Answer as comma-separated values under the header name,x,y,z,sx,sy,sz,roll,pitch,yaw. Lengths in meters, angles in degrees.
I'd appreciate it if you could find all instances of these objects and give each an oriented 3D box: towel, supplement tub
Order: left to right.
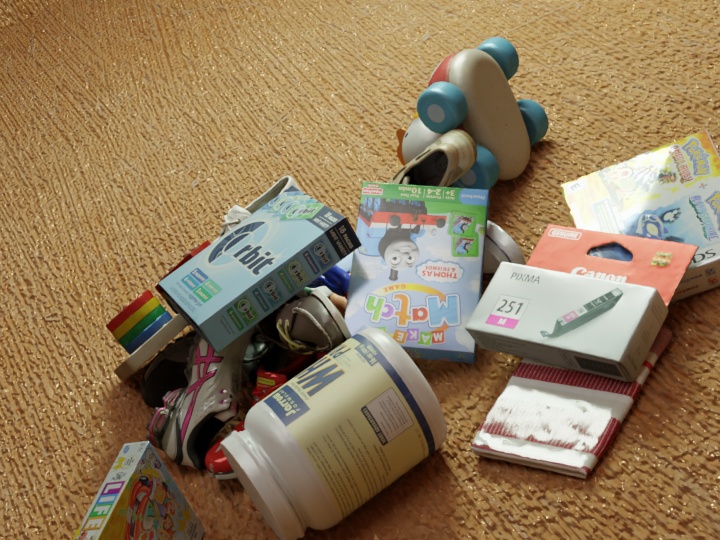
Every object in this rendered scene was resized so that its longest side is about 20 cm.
name,x,y,z,sx,sy,sz,roll,pitch,yaw
supplement tub,-0.027,0.168,1.398,0.199,0.146,0.145,-34,31,-13
towel,0.214,0.124,1.403,0.143,0.023,0.200,6,45,40

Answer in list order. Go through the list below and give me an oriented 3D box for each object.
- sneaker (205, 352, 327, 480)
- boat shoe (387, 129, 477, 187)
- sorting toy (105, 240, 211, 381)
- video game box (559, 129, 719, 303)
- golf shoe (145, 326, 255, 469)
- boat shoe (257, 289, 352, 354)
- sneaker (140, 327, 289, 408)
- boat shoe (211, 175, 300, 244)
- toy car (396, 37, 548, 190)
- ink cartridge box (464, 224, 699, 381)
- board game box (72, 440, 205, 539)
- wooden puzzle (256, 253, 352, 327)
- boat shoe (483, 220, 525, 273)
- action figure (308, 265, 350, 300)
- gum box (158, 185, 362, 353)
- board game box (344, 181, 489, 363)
name,x,y,z,sx,sy,sz,roll,pitch,yaw
sneaker,-0.104,0.151,1.544,0.200,0.086,0.077,-40,32,-23
boat shoe,0.065,-0.100,1.730,0.064,0.071,0.200,-32,-14,-49
sorting toy,-0.237,0.041,1.730,0.200,0.070,0.199,-42,4,-16
video game box,0.328,-0.050,1.522,0.180,0.047,0.201,-19,43,9
golf shoe,-0.162,0.131,1.586,0.092,0.072,0.202,29,92,29
boat shoe,-0.063,0.060,1.511,0.059,0.072,0.200,-30,14,-14
sneaker,-0.165,0.116,1.659,0.199,0.076,0.115,-33,33,-12
boat shoe,-0.163,-0.061,1.929,0.200,0.070,0.071,-40,35,-21
toy car,0.111,-0.185,1.827,0.199,0.178,0.184,-16,19,41
ink cartridge box,0.231,0.019,1.450,0.198,0.044,0.175,11,61,42
board game box,-0.231,0.290,1.381,0.034,0.135,0.201,-10,35,25
wooden puzzle,-0.044,0.015,1.688,0.183,0.038,0.200,23,51,23
boat shoe,0.122,-0.019,1.656,0.065,0.074,0.199,-41,23,-16
action figure,0.000,0.000,1.633,0.199,0.066,0.099,32,68,28
gum box,-0.117,-0.006,1.559,0.199,0.045,0.170,-38,26,-10
board game box,0.064,0.000,1.562,0.149,0.037,0.202,4,66,7
